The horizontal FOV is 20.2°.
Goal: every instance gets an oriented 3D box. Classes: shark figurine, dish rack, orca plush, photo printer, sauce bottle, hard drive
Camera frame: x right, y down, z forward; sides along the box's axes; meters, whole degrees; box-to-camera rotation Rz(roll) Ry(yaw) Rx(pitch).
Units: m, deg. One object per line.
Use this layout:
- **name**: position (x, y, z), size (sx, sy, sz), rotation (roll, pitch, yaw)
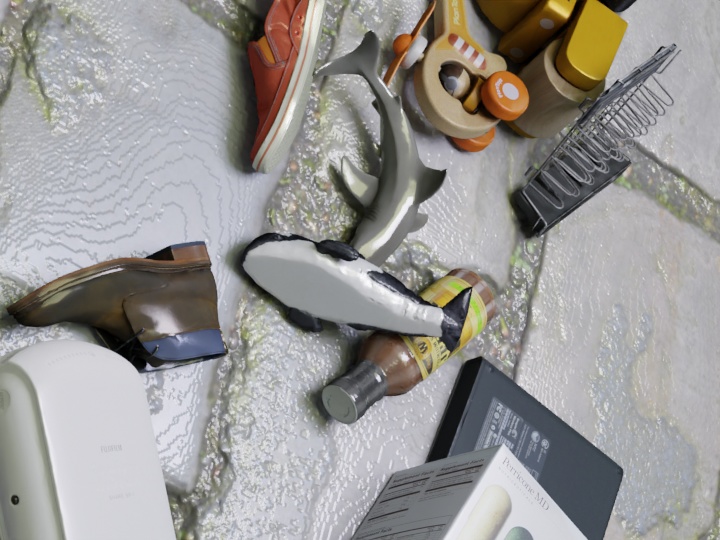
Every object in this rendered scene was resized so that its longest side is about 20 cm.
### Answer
- **shark figurine**: position (0.038, -0.105, 1.826), size (0.128, 0.089, 0.216), rotation (-4, 91, -43)
- **dish rack**: position (0.236, -0.130, 1.941), size (0.055, 0.200, 0.153), rotation (46, 50, 9)
- **orca plush**: position (0.000, 0.000, 1.758), size (0.198, 0.106, 0.071), rotation (8, 42, 9)
- **photo printer**: position (-0.215, 0.152, 1.540), size (0.166, 0.069, 0.201), rotation (4, 72, -64)
- **sauce bottle**: position (0.043, 0.070, 1.806), size (0.200, 0.065, 0.065), rotation (-40, 102, -39)
- **hard drive**: position (0.154, 0.192, 1.878), size (0.200, 0.033, 0.140), rotation (38, 56, -24)

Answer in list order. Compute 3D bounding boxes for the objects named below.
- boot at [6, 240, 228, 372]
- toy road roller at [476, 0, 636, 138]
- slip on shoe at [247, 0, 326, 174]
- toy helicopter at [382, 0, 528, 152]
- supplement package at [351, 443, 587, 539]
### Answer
- **boot**: position (-0.186, 0.041, 1.624), size (0.199, 0.075, 0.098), rotation (-16, 84, -42)
- **toy road roller**: position (0.175, -0.244, 1.975), size (0.145, 0.123, 0.201), rotation (31, 55, -13)
- **slip on shoe**: position (-0.073, -0.179, 1.795), size (0.061, 0.074, 0.201), rotation (11, 73, 1)
- **toy helicopter**: position (0.079, -0.217, 1.931), size (0.131, 0.079, 0.201), rotation (11, 59, -26)
- **supplement package**: position (0.075, 0.279, 1.711), size (0.152, 0.150, 0.200), rotation (48, 53, -16)
